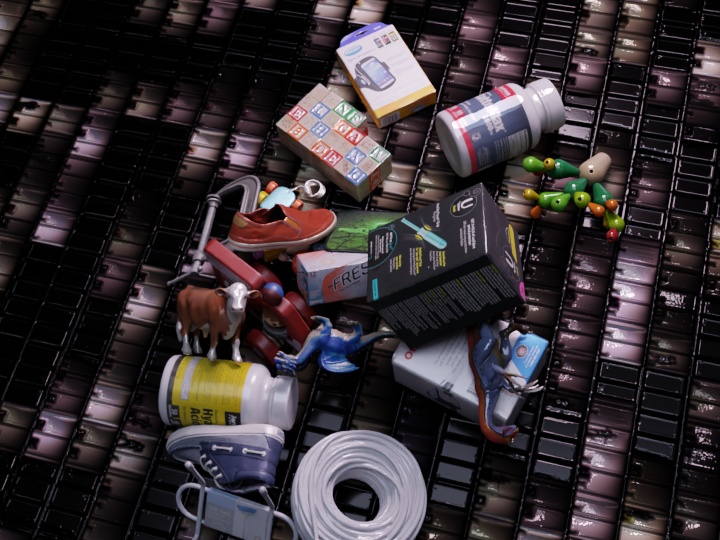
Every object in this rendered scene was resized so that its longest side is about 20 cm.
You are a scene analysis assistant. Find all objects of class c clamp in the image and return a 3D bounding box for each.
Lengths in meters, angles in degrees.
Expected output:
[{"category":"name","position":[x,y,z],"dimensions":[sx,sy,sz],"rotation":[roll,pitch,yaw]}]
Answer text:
[{"category":"c clamp","position":[-0.244,-0.076,1.793],"dimensions":[0.170,0.027,0.201],"rotation":[-14,47,35]}]

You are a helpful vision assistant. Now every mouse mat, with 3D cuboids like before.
[{"category":"mouse mat","position":[0.048,-0.064,1.745],"dimensions":[0.199,0.008,0.161],"rotation":[4,27,7]}]

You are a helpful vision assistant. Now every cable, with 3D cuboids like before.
[{"category":"cable","position":[-0.003,0.335,1.546],"dimensions":[0.199,0.069,0.201],"rotation":[-12,63,-19]}]

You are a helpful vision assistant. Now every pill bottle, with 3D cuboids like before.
[{"category":"pill bottle","position":[0.240,-0.250,1.807],"dimensions":[0.199,0.120,0.120],"rotation":[-24,63,-6]},{"category":"pill bottle","position":[-0.201,0.195,1.634],"dimensions":[0.199,0.111,0.112],"rotation":[5,64,9]}]

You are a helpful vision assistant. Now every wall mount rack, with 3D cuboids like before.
[{"category":"wall mount rack","position":[-0.189,0.349,1.530],"dimensions":[0.199,0.175,0.075],"rotation":[15,25,13]}]

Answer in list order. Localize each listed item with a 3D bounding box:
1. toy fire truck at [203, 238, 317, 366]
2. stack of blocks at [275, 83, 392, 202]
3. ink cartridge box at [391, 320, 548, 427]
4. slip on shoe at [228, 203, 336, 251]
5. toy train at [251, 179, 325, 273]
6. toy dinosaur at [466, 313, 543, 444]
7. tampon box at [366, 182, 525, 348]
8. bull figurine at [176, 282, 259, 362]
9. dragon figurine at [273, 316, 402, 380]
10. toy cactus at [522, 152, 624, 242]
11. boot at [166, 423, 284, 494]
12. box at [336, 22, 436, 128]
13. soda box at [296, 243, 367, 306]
[{"category":"toy fire truck","position":[-0.160,0.048,1.672],"dimensions":[0.200,0.168,0.112],"rotation":[37,73,22]},{"category":"stack of blocks","position":[-0.037,-0.225,1.857],"dimensions":[0.200,0.059,0.115],"rotation":[39,73,22]},{"category":"ink cartridge box","position":[0.169,0.141,1.636],"dimensions":[0.199,0.086,0.147],"rotation":[25,68,19]},{"category":"slip on shoe","position":[-0.121,-0.077,1.705],"dimensions":[0.199,0.061,0.074],"rotation":[-10,31,-34]},{"category":"toy train","position":[-0.112,-0.059,1.789],"dimensions":[0.149,0.056,0.201],"rotation":[1,57,-10]},{"category":"toy dinosaur","position":[0.195,0.158,1.557],"dimensions":[0.199,0.105,0.182],"rotation":[8,70,47]},{"category":"tampon box","position":[0.125,-0.005,1.566],"dimensions":[0.199,0.126,0.150],"rotation":[-23,41,25]},{"category":"bull figurine","position":[-0.223,0.075,1.625],"dimensions":[0.065,0.200,0.122],"rotation":[5,91,-36]},{"category":"dragon figurine","position":[-0.033,0.125,1.612],"dimensions":[0.199,0.059,0.100],"rotation":[9,85,-11]},{"category":"toy cactus","position":[0.368,-0.135,1.764],"dimensions":[0.200,0.103,0.165],"rotation":[31,52,22]},{"category":"boot","position":[-0.212,0.285,1.585],"dimensions":[0.199,0.073,0.091],"rotation":[-10,48,24]},{"category":"box","position":[0.041,-0.363,1.931],"dimensions":[0.119,0.042,0.201],"rotation":[-25,61,-6]},{"category":"soda box","position":[0.000,0.000,1.698],"dimensions":[0.199,0.064,0.068],"rotation":[-10,28,-15]}]
